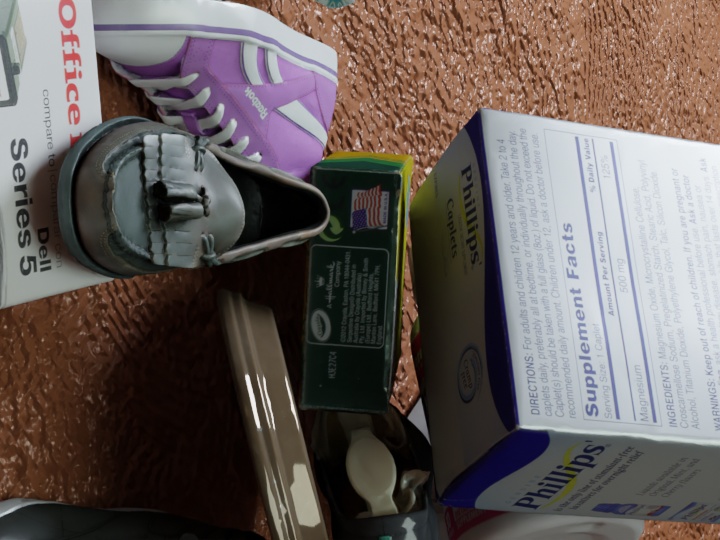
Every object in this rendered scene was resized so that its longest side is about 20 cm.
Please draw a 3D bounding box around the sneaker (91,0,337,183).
[{"bbox_3d":[-0.075,-0.077,0.942,0.200,0.072,0.116,13,84,-56],"label":"sneaker"}]

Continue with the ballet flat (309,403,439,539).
[{"bbox_3d":[0.007,0.107,0.984,0.200,0.072,0.074,-105,179,-65],"label":"ballet flat"}]

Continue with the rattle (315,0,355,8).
[{"bbox_3d":[-0.081,-0.191,0.932,0.143,0.129,0.201,-50,158,-29],"label":"rattle"}]

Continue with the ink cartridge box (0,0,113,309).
[{"bbox_3d":[-0.198,-0.052,0.739,0.199,0.083,0.147,-17,107,-56],"label":"ink cartridge box"}]

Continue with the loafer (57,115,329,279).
[{"bbox_3d":[-0.071,-0.034,0.827,0.200,0.062,0.073,-5,94,-73],"label":"loafer"}]

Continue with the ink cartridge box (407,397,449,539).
[{"bbox_3d":[0.095,0.136,1.192,0.200,0.083,0.145,-53,133,-37],"label":"ink cartridge box"}]

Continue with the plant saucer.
[{"bbox_3d":[-0.039,0.106,0.935,0.200,0.029,0.202,166,-90,-88],"label":"plant saucer"}]

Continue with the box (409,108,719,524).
[{"bbox_3d":[0.138,0.029,0.972,0.198,0.105,0.186,7,60,-21],"label":"box"}]

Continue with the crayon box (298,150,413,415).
[{"bbox_3d":[0.000,0.000,1.015,0.200,0.050,0.129,-56,149,-83],"label":"crayon box"}]

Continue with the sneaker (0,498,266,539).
[{"bbox_3d":[-0.114,0.149,0.864,0.199,0.098,0.072,5,89,-55],"label":"sneaker"}]

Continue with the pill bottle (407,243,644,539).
[{"bbox_3d":[0.091,0.071,1.062,0.113,0.113,0.202,30,43,-53],"label":"pill bottle"}]
